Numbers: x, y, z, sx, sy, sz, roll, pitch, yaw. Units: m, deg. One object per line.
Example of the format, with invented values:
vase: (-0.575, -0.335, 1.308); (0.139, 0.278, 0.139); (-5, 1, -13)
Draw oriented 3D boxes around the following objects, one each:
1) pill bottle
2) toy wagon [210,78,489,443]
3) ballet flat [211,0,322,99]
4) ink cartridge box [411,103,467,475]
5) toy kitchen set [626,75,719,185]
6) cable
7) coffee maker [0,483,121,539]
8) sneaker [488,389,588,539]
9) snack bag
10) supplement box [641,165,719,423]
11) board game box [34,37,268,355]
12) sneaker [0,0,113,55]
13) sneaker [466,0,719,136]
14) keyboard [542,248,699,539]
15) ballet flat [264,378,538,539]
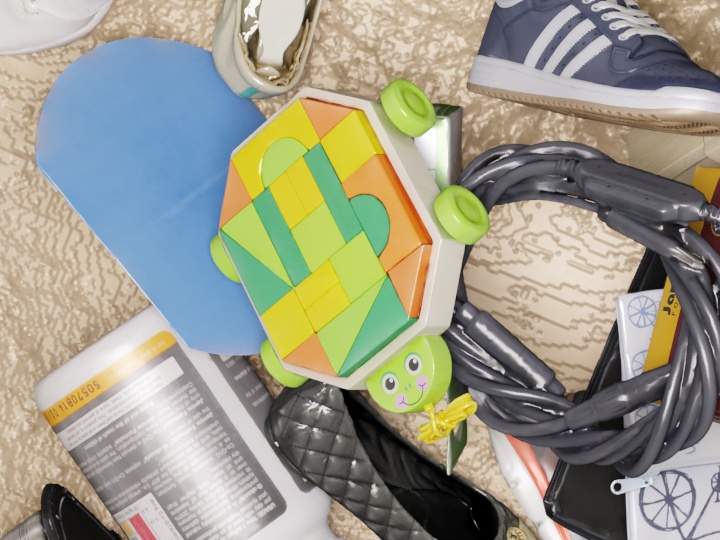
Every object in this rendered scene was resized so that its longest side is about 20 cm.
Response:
pill bottle: (-0.088, 0.118, 1.698); (0.116, 0.116, 0.200); (-33, 91, 8)
toy wagon: (0.000, 0.000, 1.595); (0.155, 0.040, 0.200); (-40, 65, 31)
ballet flat: (-0.036, -0.192, 1.686); (0.069, 0.069, 0.200); (13, 97, 4)
ink cartridge box: (0.027, 0.008, 1.682); (0.059, 0.104, 0.200); (0, 96, 6)
toy kitchen set: (0.271, -0.130, 1.670); (0.163, 0.180, 0.200); (24, 138, -35)
cable: (0.112, 0.018, 1.575); (0.200, 0.051, 0.163); (18, 107, 31)
coffee maker: (-0.196, 0.256, 1.715); (0.200, 0.135, 0.192); (-37, 93, 9)
sneaker: (0.151, 0.158, 1.702); (0.082, 0.077, 0.200); (-30, 93, 1)
snack bag: (0.226, 0.102, 1.669); (0.189, 0.021, 0.200); (-5, 96, -25)
supplement box: (0.293, 0.038, 1.564); (0.197, 0.200, 0.133); (18, 85, -32)
board game box: (-0.102, -0.037, 1.690); (0.200, 0.158, 0.039); (51, 136, -1)
sneaker: (-0.158, -0.178, 1.671); (0.200, 0.088, 0.075); (-24, 88, 27)
sneaker: (0.138, -0.136, 1.628); (0.070, 0.200, 0.109); (13, 91, -38)
keyboard: (0.178, 0.068, 1.691); (0.104, 0.040, 0.200); (27, 79, -10)
ballet flat: (0.032, 0.123, 1.684); (0.200, 0.066, 0.057); (34, 128, -26)
